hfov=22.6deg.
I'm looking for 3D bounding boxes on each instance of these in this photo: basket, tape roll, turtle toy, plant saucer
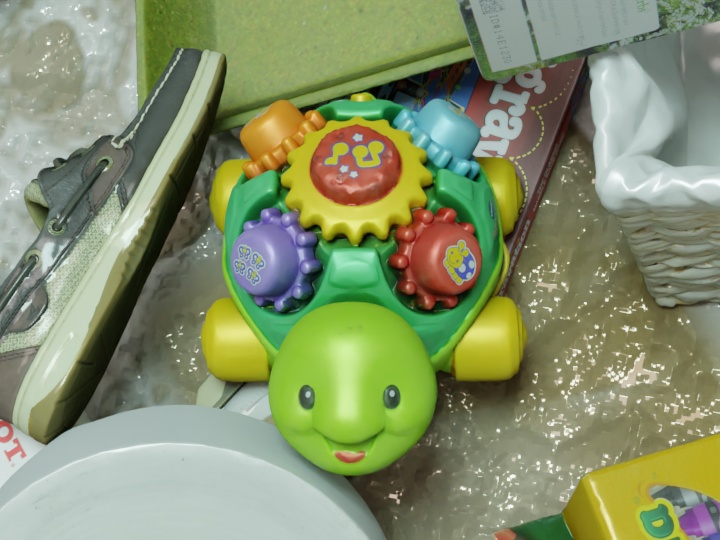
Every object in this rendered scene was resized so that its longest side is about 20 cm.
[{"bbox_3d":[0.201,-0.102,0.768,0.197,0.161,0.201,-4,71,13],"label":"basket"},{"bbox_3d":[-0.076,0.161,0.747,0.201,0.071,0.204,0,98,-3],"label":"tape roll"},{"bbox_3d":[0.000,0.000,0.771,0.145,0.101,0.201,-1,57,3],"label":"turtle toy"},{"bbox_3d":[-0.017,-0.166,0.889,0.199,0.048,0.201,-14,69,25],"label":"plant saucer"}]

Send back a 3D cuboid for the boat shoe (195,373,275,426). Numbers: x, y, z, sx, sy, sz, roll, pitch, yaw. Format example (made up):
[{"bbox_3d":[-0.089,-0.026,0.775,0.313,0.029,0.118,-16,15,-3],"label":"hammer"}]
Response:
[{"bbox_3d":[-0.067,0.112,0.808,0.068,0.075,0.200,33,81,27],"label":"boat shoe"}]

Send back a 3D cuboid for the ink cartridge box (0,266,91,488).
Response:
[{"bbox_3d":[-0.231,0.096,0.850,0.199,0.084,0.145,-34,67,1],"label":"ink cartridge box"}]

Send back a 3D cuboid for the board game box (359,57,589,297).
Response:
[{"bbox_3d":[0.044,-0.063,0.871,0.102,0.019,0.201,18,77,18],"label":"board game box"}]

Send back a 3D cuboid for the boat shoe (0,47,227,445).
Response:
[{"bbox_3d":[-0.120,-0.023,0.801,0.066,0.072,0.202,22,67,1],"label":"boat shoe"}]

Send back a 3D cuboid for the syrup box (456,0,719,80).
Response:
[{"bbox_3d":[0.127,-0.145,0.672,0.199,0.079,0.082,-15,67,8],"label":"syrup box"}]

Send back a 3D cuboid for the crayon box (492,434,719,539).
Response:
[{"bbox_3d":[0.167,0.127,0.716,0.199,0.051,0.128,-16,67,-13],"label":"crayon box"}]
